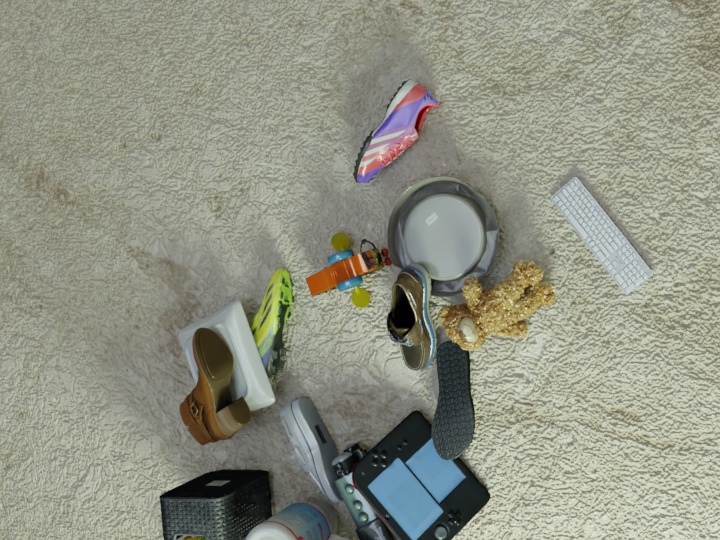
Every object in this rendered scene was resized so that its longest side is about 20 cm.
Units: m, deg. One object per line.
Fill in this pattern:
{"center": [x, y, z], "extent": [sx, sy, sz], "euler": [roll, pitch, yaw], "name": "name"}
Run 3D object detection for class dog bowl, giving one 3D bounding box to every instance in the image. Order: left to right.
{"center": [0.145, -0.057, 1.569], "extent": [0.197, 0.059, 0.203], "euler": [1, 92, 22], "name": "dog bowl"}

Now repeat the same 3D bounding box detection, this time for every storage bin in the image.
{"center": [-0.259, 0.432, 1.680], "extent": [0.133, 0.200, 0.095], "euler": [-5, 92, 22], "name": "storage bin"}

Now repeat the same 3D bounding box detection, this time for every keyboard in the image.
{"center": [0.389, -0.057, 1.494], "extent": [0.056, 0.011, 0.201], "euler": [-40, 78, 19], "name": "keyboard"}

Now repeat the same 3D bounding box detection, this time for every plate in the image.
{"center": [-0.261, 0.179, 1.729], "extent": [0.199, 0.032, 0.202], "euler": [-26, 83, 41], "name": "plate"}

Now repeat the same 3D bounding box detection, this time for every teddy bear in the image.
{"center": [0.225, 0.063, 1.516], "extent": [0.197, 0.067, 0.146], "euler": [-18, 129, 8], "name": "teddy bear"}

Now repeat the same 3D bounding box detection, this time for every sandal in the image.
{"center": [0.166, 0.223, 1.585], "extent": [0.074, 0.048, 0.204], "euler": [0, 80, 23], "name": "sandal"}

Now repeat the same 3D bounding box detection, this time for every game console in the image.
{"center": [0.100, 0.365, 1.565], "extent": [0.176, 0.031, 0.200], "euler": [-39, 81, -18], "name": "game console"}

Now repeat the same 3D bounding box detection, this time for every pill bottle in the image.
{"center": [-0.115, 0.471, 1.623], "extent": [0.107, 0.200, 0.111], "euler": [1, 93, 22], "name": "pill bottle"}

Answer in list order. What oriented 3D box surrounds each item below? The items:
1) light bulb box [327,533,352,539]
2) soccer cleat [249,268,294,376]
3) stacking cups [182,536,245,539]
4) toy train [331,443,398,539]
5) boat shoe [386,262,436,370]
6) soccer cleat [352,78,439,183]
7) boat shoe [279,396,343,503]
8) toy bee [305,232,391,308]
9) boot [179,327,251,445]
{"center": [-0.002, 0.575, 1.551], "extent": [0.196, 0.126, 0.201], "euler": [22, 127, -10], "name": "light bulb box"}
{"center": [-0.173, 0.094, 1.704], "extent": [0.083, 0.065, 0.203], "euler": [11, 97, 24], "name": "soccer cleat"}
{"center": [-0.246, 0.537, 1.759], "extent": [0.197, 0.060, 0.061], "euler": [-5, 91, 21], "name": "stacking cups"}
{"center": [0.017, 0.400, 1.612], "extent": [0.085, 0.114, 0.202], "euler": [-29, 82, 20], "name": "toy train"}
{"center": [0.078, 0.089, 1.563], "extent": [0.072, 0.072, 0.203], "euler": [14, 123, 37], "name": "boat shoe"}
{"center": [0.058, -0.228, 1.595], "extent": [0.073, 0.068, 0.201], "euler": [35, 102, 13], "name": "soccer cleat"}
{"center": [-0.087, 0.332, 1.682], "extent": [0.065, 0.073, 0.202], "euler": [-32, 71, 25], "name": "boat shoe"}
{"center": [0.000, 0.000, 1.621], "extent": [0.198, 0.108, 0.133], "euler": [5, 103, 47], "name": "toy bee"}
{"center": [-0.289, 0.219, 1.696], "extent": [0.154, 0.073, 0.202], "euler": [-32, 76, 44], "name": "boot"}
